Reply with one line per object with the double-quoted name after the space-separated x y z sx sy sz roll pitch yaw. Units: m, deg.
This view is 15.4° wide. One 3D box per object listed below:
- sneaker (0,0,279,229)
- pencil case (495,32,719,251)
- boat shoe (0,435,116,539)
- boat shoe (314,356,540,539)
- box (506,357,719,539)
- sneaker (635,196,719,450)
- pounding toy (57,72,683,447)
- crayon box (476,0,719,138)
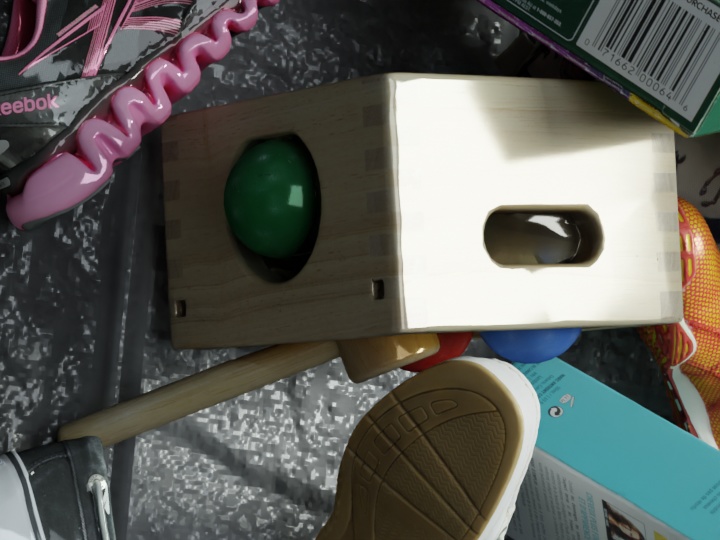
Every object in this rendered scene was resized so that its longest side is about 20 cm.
-0.100 -0.112 1.113 0.095 0.079 0.200 45 65 -8 "sneaker"
0.154 -0.046 1.245 0.199 0.090 0.078 30 118 -28 "pencil case"
-0.105 0.168 1.086 0.068 0.074 0.200 -14 85 -16 "boat shoe"
0.031 0.098 1.120 0.069 0.200 0.071 -23 65 -40 "boat shoe"
0.137 0.114 1.151 0.049 0.200 0.083 -39 140 -26 "box"
0.171 0.034 1.224 0.077 0.073 0.200 -24 133 2 "sneaker"
0.000 0.000 1.110 0.199 0.184 0.143 -1 87 -39 "pounding toy"
0.102 -0.137 1.128 0.058 0.200 0.172 -61 161 21 "crayon box"
